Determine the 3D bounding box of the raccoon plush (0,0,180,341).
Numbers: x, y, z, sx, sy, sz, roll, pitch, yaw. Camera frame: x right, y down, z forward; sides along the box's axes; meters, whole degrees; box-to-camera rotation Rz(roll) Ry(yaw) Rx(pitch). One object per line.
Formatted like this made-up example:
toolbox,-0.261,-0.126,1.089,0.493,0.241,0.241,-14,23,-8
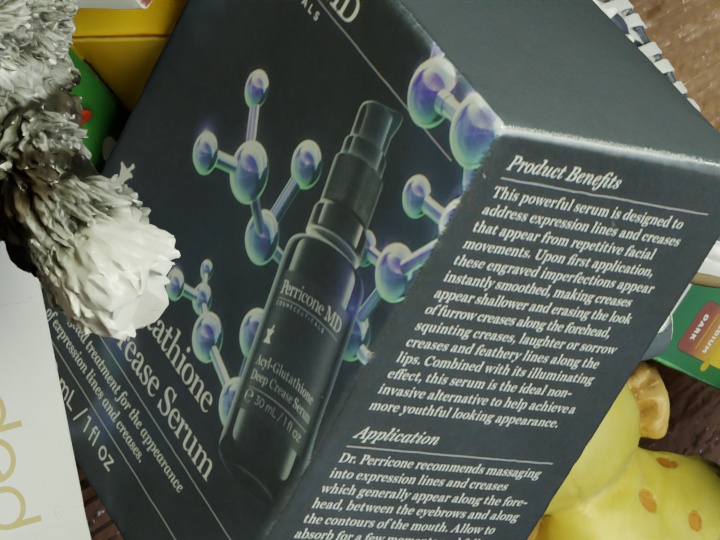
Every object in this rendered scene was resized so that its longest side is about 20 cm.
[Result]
raccoon plush,-0.139,-0.069,0.758,0.133,0.200,0.097,10,111,-43

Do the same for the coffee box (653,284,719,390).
coffee box,0.102,-0.002,1.120,0.200,0.123,0.044,23,102,-52

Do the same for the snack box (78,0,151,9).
snack box,-0.056,-0.166,0.897,0.024,0.071,0.201,54,53,-43

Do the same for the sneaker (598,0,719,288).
sneaker,0.087,-0.080,1.002,0.070,0.200,0.109,-1,120,-46

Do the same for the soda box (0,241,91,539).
soda box,-0.123,0.072,0.869,0.068,0.064,0.202,-14,109,-15

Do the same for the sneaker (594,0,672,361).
sneaker,0.066,-0.061,0.940,0.070,0.073,0.202,2,79,-22

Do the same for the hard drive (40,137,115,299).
hard drive,-0.114,-0.093,0.911,0.132,0.027,0.202,-30,117,-47

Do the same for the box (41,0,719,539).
box,0.000,0.000,0.862,0.107,0.149,0.201,8,122,-40

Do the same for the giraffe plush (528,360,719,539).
giraffe plush,0.086,0.099,1.106,0.162,0.172,0.200,46,68,-19

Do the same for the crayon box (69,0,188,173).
crayon box,-0.035,-0.099,0.957,0.127,0.050,0.201,51,47,-51
